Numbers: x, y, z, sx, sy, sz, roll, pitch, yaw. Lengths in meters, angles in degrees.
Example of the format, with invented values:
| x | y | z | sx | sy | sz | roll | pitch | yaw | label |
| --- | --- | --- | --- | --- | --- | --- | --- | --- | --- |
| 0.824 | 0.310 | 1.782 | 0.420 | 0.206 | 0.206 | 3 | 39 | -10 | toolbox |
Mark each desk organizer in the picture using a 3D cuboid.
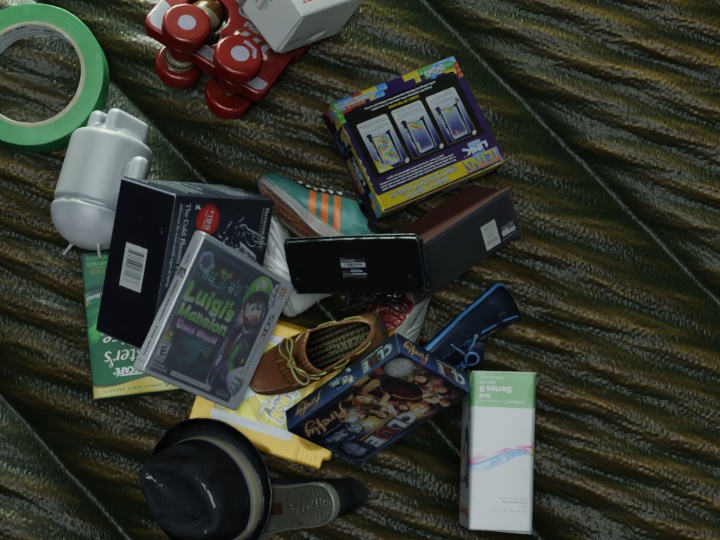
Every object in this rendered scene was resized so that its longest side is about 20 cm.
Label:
| x | y | z | sx | sy | sz | roll | pitch | yaw | label |
| --- | --- | --- | --- | --- | --- | --- | --- | --- | --- |
| 0.113 | -0.039 | 1.710 | 0.200 | 0.077 | 0.072 | -33 | 117 | -26 | desk organizer |

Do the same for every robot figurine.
| x | y | z | sx | sy | sz | roll | pitch | yaw | label |
| --- | --- | --- | --- | --- | --- | --- | --- | --- | --- |
| -0.345 | -0.113 | 1.705 | 0.113 | 0.169 | 0.201 | 25 | 73 | -41 | robot figurine |

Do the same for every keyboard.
| x | y | z | sx | sy | sz | roll | pitch | yaw | label |
| --- | --- | --- | --- | --- | --- | --- | --- | --- | --- |
| 0.000 | 0.000 | 1.647 | 0.199 | 0.040 | 0.105 | 0 | 108 | 28 | keyboard |

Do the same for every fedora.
| x | y | z | sx | sy | sz | roll | pitch | yaw | label |
| --- | --- | --- | --- | --- | --- | --- | --- | --- | --- |
| -0.214 | 0.283 | 1.633 | 0.200 | 0.091 | 0.202 | -2 | 85 | 26 | fedora |

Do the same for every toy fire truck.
| x | y | z | sx | sy | sz | roll | pitch | yaw | label |
| --- | --- | --- | --- | --- | --- | --- | --- | --- | --- |
| -0.184 | -0.321 | 1.754 | 0.199 | 0.112 | 0.168 | 32 | 59 | 3 | toy fire truck |

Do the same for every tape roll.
| x | y | z | sx | sy | sz | roll | pitch | yaw | label |
| --- | --- | --- | --- | --- | --- | --- | --- | --- | --- |
| -0.450 | -0.265 | 1.764 | 0.199 | 0.048 | 0.202 | 0 | 82 | -1 | tape roll |

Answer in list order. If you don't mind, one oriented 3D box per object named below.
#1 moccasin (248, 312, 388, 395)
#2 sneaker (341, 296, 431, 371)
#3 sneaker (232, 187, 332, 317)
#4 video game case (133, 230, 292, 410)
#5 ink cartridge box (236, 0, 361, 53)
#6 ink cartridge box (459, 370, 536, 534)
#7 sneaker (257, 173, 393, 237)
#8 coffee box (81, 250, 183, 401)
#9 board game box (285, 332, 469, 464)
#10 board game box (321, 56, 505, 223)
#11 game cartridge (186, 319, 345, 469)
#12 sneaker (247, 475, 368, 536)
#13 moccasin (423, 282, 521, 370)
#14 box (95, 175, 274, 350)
| x | y | z | sx | sy | sz | roll | pitch | yaw | label |
| --- | --- | --- | --- | --- | --- | --- | --- | --- | --- |
| -0.061 | 0.111 | 1.653 | 0.200 | 0.078 | 0.074 | -18 | 80 | 20 | moccasin |
| 0.043 | 0.096 | 1.711 | 0.078 | 0.082 | 0.201 | 9 | 64 | 44 | sneaker |
| -0.131 | -0.020 | 1.716 | 0.099 | 0.078 | 0.200 | -40 | 88 | 3 | sneaker |
| -0.179 | 0.067 | 1.596 | 0.023 | 0.200 | 0.183 | 19 | 81 | 35 | video game case |
| -0.108 | -0.410 | 1.734 | 0.146 | 0.083 | 0.200 | -30 | 81 | -46 | ink cartridge box |
| 0.176 | 0.234 | 1.649 | 0.087 | 0.145 | 0.201 | 1 | 82 | 0 | ink cartridge box |
| -0.046 | -0.078 | 1.735 | 0.200 | 0.071 | 0.080 | 37 | 68 | 7 | sneaker |
| -0.306 | 0.070 | 1.721 | 0.122 | 0.044 | 0.201 | -5 | 82 | -1 | coffee box |
| 0.021 | 0.167 | 1.624 | 0.200 | 0.135 | 0.035 | -37 | 41 | 28 | board game box |
| 0.073 | -0.178 | 1.725 | 0.199 | 0.057 | 0.166 | -23 | 84 | -20 | board game box |
| -0.113 | 0.157 | 1.717 | 0.199 | 0.032 | 0.177 | 17 | 83 | 3 | game cartridge |
| -0.093 | 0.308 | 1.682 | 0.199 | 0.106 | 0.075 | -4 | 85 | 29 | sneaker |
| 0.141 | 0.093 | 1.682 | 0.200 | 0.080 | 0.068 | -39 | 88 | -23 | moccasin |
| -0.220 | -0.008 | 1.619 | 0.104 | 0.182 | 0.201 | 18 | 102 | 35 | box |
